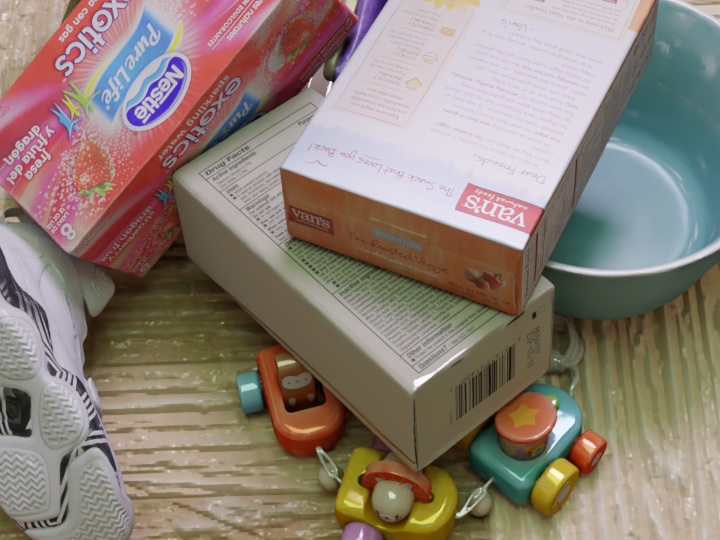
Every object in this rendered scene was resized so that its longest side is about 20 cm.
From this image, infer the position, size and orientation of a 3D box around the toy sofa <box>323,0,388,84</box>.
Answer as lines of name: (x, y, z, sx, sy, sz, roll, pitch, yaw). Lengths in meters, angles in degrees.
toy sofa: (0.047, -0.180, 1.054, 0.082, 0.098, 0.202, 15, 85, 11)

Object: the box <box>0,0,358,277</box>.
box: (-0.108, -0.105, 0.984, 0.095, 0.103, 0.200, 43, 95, 18)

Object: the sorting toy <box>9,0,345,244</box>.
sorting toy: (-0.106, -0.119, 1.078, 0.183, 0.037, 0.202, 12, 72, 11)

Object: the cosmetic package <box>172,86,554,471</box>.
cosmetic package: (0.000, 0.000, 0.947, 0.103, 0.074, 0.200, -33, 55, -22)

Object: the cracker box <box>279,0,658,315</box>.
cracker box: (0.061, -0.084, 0.927, 0.133, 0.058, 0.201, 20, 55, 17)

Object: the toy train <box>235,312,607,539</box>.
toy train: (0.034, 0.073, 0.961, 0.198, 0.056, 0.152, -10, 58, -3)

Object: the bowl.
bowl: (0.135, -0.053, 1.006, 0.198, 0.105, 0.203, -1, 57, 2)

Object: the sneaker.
sneaker: (-0.167, 0.055, 0.967, 0.075, 0.115, 0.201, -28, 93, 23)
